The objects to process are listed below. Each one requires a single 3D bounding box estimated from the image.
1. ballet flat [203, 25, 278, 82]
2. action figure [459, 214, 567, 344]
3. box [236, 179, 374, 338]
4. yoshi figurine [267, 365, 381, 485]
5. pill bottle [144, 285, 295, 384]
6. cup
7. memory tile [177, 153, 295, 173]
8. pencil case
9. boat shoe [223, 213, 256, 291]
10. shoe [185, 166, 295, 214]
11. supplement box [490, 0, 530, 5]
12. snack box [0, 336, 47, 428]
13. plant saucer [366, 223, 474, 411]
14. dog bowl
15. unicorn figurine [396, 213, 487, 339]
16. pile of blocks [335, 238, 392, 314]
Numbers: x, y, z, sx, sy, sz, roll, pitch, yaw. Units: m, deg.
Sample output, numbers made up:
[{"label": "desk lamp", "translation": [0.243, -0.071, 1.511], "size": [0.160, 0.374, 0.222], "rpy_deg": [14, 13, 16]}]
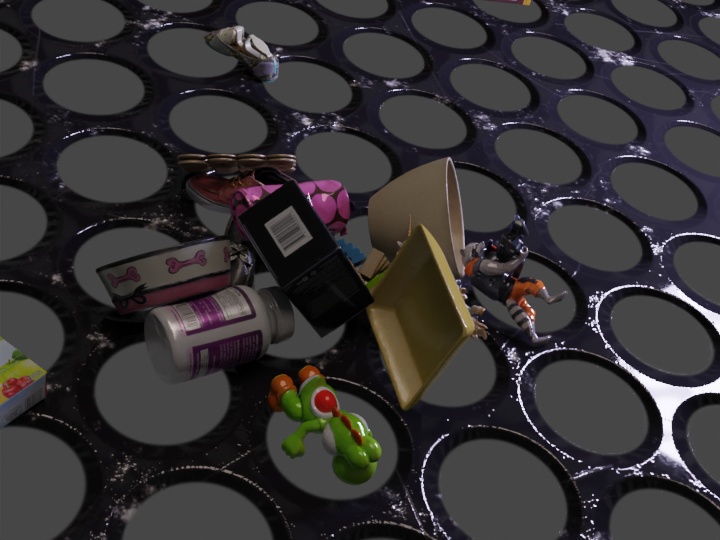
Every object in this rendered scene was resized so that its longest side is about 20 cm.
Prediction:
[{"label": "ballet flat", "translation": [-0.241, -0.462, 2.126], "size": [0.200, 0.072, 0.072], "rpy_deg": [36, 44, 22]}, {"label": "action figure", "translation": [0.237, 0.011, 1.664], "size": [0.104, 0.201, 0.193], "rpy_deg": [-39, 61, -22]}, {"label": "box", "translation": [-0.078, -0.014, 1.539], "size": [0.104, 0.200, 0.148], "rpy_deg": [-34, 60, -1]}, {"label": "yoshi figurine", "translation": [-0.042, 0.222, 1.408], "size": [0.112, 0.113, 0.200], "rpy_deg": [35, 2, -45]}, {"label": "pill bottle", "translation": [-0.198, 0.085, 1.477], "size": [0.198, 0.113, 0.112], "rpy_deg": [-14, 48, -32]}, {"label": "cup", "translation": [0.091, -0.080, 1.726], "size": [0.142, 0.202, 0.201], "rpy_deg": [-6, 38, 13]}, {"label": "memory tile", "translation": [-0.208, -0.181, 1.765], "size": [0.198, 0.017, 0.153], "rpy_deg": [0, -2, -5]}, {"label": "pencil case", "translation": [-0.110, -0.093, 1.660], "size": [0.198, 0.090, 0.095], "rpy_deg": [-8, 89, -33]}, {"label": "boat shoe", "translation": [-0.197, -0.026, 1.646], "size": [0.068, 0.057, 0.201], "rpy_deg": [8, 40, -10]}, {"label": "shoe", "translation": [-0.198, -0.141, 1.752], "size": [0.198, 0.092, 0.072], "rpy_deg": [21, 40, 6]}, {"label": "supplement box", "translation": [0.334, -0.797, 2.653], "size": [0.198, 0.134, 0.198], "rpy_deg": [2, 42, -17]}, {"label": "snack box", "translation": [-0.525, 0.161, 1.324], "size": [0.142, 0.053, 0.200], "rpy_deg": [31, 42, 19]}, {"label": "plant saucer", "translation": [0.093, 0.070, 1.509], "size": [0.048, 0.201, 0.201], "rpy_deg": [3, 49, -29]}, {"label": "dog bowl", "translation": [-0.276, 0.009, 1.494], "size": [0.199, 0.200, 0.075], "rpy_deg": [-16, 90, -32]}, {"label": "unicorn figurine", "translation": [0.120, 0.031, 1.609], "size": [0.074, 0.201, 0.137], "rpy_deg": [-35, 35, -20]}, {"label": "pile of blocks", "translation": [0.000, 0.000, 1.670], "size": [0.199, 0.062, 0.082], "rpy_deg": [33, 87, 15]}]
